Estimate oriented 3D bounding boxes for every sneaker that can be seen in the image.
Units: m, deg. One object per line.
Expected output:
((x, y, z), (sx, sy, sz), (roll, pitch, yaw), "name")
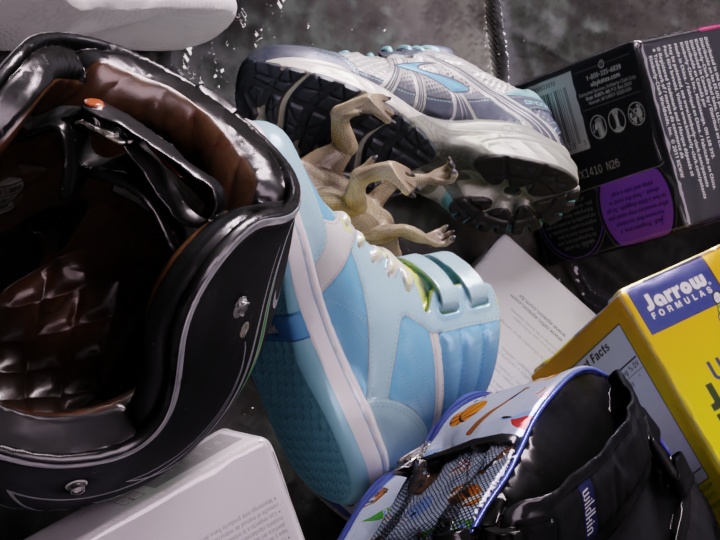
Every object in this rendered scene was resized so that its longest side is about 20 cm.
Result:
((-0.154, -0.159, 1.353), (0.199, 0.075, 0.089), (2, 67, -43), "sneaker")
((0.020, -0.082, 1.472), (0.199, 0.078, 0.087), (18, 43, -27), "sneaker")
((0.000, 0.000, 1.372), (0.130, 0.079, 0.201), (-30, 114, -30), "sneaker")

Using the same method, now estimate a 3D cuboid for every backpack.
((0.084, 0.147, 1.313), (0.191, 0.153, 0.201), (-51, 123, -41), "backpack")

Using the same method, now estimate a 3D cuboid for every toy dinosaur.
((-0.018, -0.041, 1.406), (0.200, 0.101, 0.058), (36, 35, -33), "toy dinosaur")

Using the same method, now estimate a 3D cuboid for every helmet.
((-0.132, 0.010, 1.248), (0.199, 0.200, 0.191), (20, 112, -33), "helmet")

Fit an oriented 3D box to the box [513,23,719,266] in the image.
((0.198, -0.080, 1.563), (0.199, 0.122, 0.107), (-13, 88, -39), "box")

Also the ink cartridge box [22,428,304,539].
((-0.101, 0.195, 1.266), (0.199, 0.045, 0.177), (-28, 107, -28), "ink cartridge box")

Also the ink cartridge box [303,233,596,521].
((0.090, 0.112, 1.458), (0.196, 0.043, 0.200), (42, 59, -1), "ink cartridge box")

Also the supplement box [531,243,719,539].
((0.196, 0.099, 1.422), (0.109, 0.109, 0.201), (-22, 77, -30), "supplement box")
